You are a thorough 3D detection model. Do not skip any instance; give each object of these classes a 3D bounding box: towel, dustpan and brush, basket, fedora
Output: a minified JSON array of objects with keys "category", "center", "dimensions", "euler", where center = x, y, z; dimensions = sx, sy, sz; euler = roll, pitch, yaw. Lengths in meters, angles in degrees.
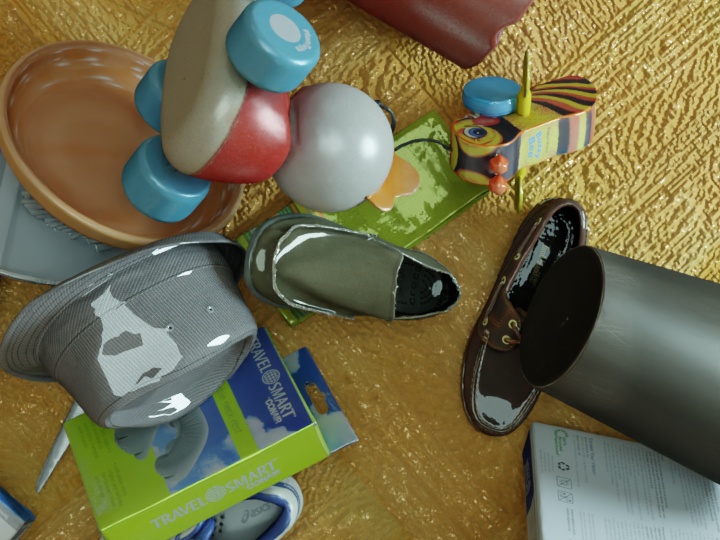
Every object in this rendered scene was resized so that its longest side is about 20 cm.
[{"category":"towel","center":[0.003,-0.043,1.227],"dimensions":[0.200,0.018,0.086],"euler":[-34,91,-7]},{"category":"dustpan and brush","center":[-0.185,-0.035,1.180],"dimensions":[0.200,0.057,0.140],"euler":[25,60,-34]},{"category":"basket","center":[0.233,0.066,1.147],"dimensions":[0.200,0.136,0.181],"euler":[22,42,-19]},{"category":"fedora","center":[-0.153,0.056,1.108],"dimensions":[0.200,0.177,0.090],"euler":[-20,67,-38]}]

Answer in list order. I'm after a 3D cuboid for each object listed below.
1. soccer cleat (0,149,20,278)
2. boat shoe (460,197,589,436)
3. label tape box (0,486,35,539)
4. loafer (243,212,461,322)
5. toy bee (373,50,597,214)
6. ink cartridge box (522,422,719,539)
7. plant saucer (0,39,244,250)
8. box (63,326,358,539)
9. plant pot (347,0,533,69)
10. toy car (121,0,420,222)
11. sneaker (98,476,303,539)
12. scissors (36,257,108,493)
[{"category":"soccer cleat","center":[-0.290,-0.047,1.179],"dimensions":[0.073,0.068,0.201],"euler":[-2,85,-13]},{"category":"boat shoe","center":[0.131,0.036,1.208],"dimensions":[0.070,0.070,0.201],"euler":[16,86,-5]},{"category":"label tape box","center":[-0.370,0.219,1.154],"dimensions":[0.144,0.063,0.200],"euler":[41,84,-1]},{"category":"loafer","center":[0.000,0.000,1.149],"dimensions":[0.200,0.070,0.075],"euler":[6,91,-42]},{"category":"toy bee","center":[0.109,-0.094,1.185],"dimensions":[0.200,0.109,0.131],"euler":[-30,130,-5]},{"category":"ink cartridge box","center":[0.225,0.205,1.151],"dimensions":[0.199,0.200,0.041],"euler":[10,122,-2]},{"category":"plant saucer","center":[-0.185,-0.090,1.155],"dimensions":[0.200,0.037,0.201],"euler":[20,45,-21]},{"category":"box","center":[-0.116,0.125,1.159],"dimensions":[0.200,0.122,0.048],"euler":[-26,134,-6]},{"category":"plant pot","center":[0.047,-0.269,1.168],"dimensions":[0.195,0.201,0.201],"euler":[34,84,-11]},{"category":"toy car","center":[-0.043,-0.114,1.120],"dimensions":[0.200,0.184,0.177],"euler":[25,41,-25]},{"category":"sneaker","center":[-0.137,0.211,1.164],"dimensions":[0.200,0.088,0.075],"euler":[-31,91,-5]},{"category":"scissors","center":[-0.203,0.084,1.201],"dimensions":[0.073,0.014,0.201],"euler":[12,84,-6]}]
